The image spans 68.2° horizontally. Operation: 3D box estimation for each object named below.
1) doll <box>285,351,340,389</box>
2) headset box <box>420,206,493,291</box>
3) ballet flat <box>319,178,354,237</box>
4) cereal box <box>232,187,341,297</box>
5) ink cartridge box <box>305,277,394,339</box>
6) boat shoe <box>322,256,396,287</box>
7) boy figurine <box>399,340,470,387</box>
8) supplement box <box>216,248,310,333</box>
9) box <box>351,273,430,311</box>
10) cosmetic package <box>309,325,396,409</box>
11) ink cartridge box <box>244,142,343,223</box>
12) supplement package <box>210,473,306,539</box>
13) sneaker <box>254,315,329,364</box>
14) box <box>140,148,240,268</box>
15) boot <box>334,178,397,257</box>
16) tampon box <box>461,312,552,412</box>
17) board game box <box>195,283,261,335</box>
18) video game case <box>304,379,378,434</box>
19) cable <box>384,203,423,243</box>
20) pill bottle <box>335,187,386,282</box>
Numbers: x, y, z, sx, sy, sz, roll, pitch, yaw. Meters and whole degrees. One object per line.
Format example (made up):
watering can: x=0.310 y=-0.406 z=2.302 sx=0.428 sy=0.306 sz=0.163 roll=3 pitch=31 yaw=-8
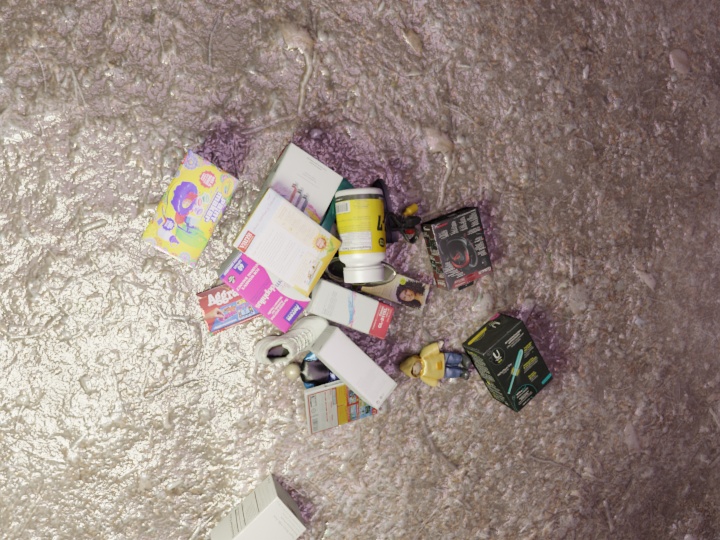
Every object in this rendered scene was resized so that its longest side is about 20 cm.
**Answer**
doll: x=-0.094 y=0.262 z=1.344 sx=0.194 sy=0.048 sz=0.141 roll=6 pitch=95 yaw=-19
headset box: x=0.260 y=-0.049 z=1.417 sx=0.145 sy=0.075 sz=0.206 roll=-21 pitch=102 yaw=-15
ballet flat: x=-0.062 y=-0.124 z=1.260 sx=0.069 sy=0.067 sz=0.205 roll=24 pitch=76 yaw=-5
cereal box: x=-0.157 y=-0.059 z=1.142 sx=0.198 sy=0.039 sz=0.146 roll=37 pitch=84 yaw=-18
ink cartridge box: x=-0.036 y=0.085 z=1.294 sx=0.195 sy=0.145 sz=0.085 roll=22 pitch=89 yaw=-19
boat shoe: x=0.000 y=0.003 z=1.292 sx=0.195 sy=0.060 sz=0.075 roll=6 pitch=93 yaw=-15
boy figurine: x=0.200 y=0.252 z=1.435 sx=0.194 sy=0.064 sz=0.129 roll=6 pitch=96 yaw=-22
supplement box: x=-0.224 y=0.036 z=1.231 sx=0.199 sy=0.103 sz=0.102 roll=43 pitch=81 yaw=-19
box: x=0.080 y=0.041 z=1.380 sx=0.195 sy=0.050 sz=0.078 roll=18 pitch=89 yaw=-19
cosmetic package: x=-0.021 y=0.227 z=1.263 sx=0.200 sy=0.112 sz=0.081 roll=46 pitch=76 yaw=-12
ink cartridge box: x=-0.159 y=-0.161 z=1.228 sx=0.142 sy=0.145 sz=0.204 roll=30 pitch=87 yaw=-18
supplement package: x=-0.249 y=0.632 z=1.292 sx=0.199 sy=0.119 sz=0.122 roll=-41 pitch=107 yaw=-10
sneaker: x=-0.158 y=0.179 z=1.287 sx=0.196 sy=0.099 sz=0.080 roll=-28 pitch=103 yaw=-14
box: x=-0.360 y=-0.130 z=1.139 sx=0.120 sy=0.192 sz=0.204 roll=29 pitch=86 yaw=-18
boot: x=-0.016 y=-0.127 z=1.329 sx=0.194 sy=0.066 sz=0.170 roll=-14 pitch=92 yaw=-9
tampon box: x=0.404 y=0.250 z=1.469 sx=0.148 sy=0.126 sz=0.203 roll=-36 pitch=104 yaw=-12
board game box: x=-0.284 y=0.070 z=1.277 sx=0.195 sy=0.019 sz=0.106 roll=-21 pitch=101 yaw=-15
video game case: x=-0.045 y=0.336 z=1.355 sx=0.194 sy=0.018 sz=0.147 roll=-12 pitch=123 yaw=-17
cable: x=0.097 y=-0.112 z=1.325 sx=0.197 sy=0.049 sz=0.100 roll=-15 pitch=116 yaw=-51
pill bottle: x=0.002 y=-0.078 z=1.206 sx=0.111 sy=0.114 sz=0.207 roll=-4 pitch=92 yaw=-17
